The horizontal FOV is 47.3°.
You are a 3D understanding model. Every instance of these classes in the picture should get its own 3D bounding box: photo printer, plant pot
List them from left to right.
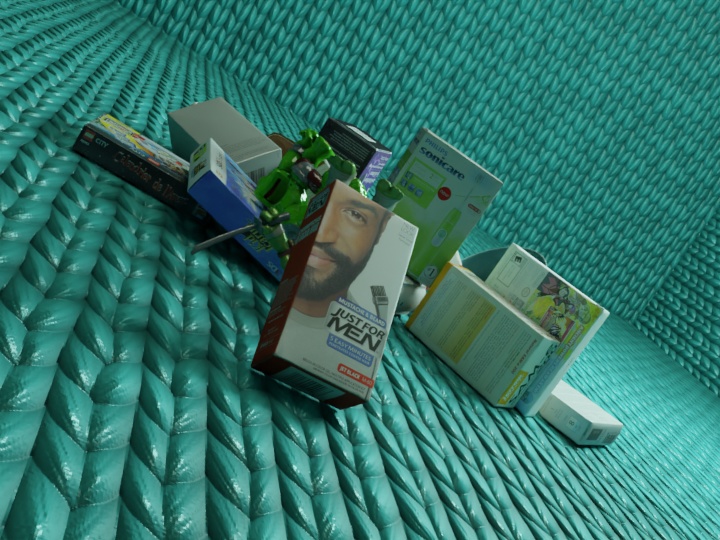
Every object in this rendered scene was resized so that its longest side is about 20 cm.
[{"bbox_3d":[0.000,0.000,1.279,0.166,0.070,0.200,38,13,23],"label":"photo printer"},{"bbox_3d":[0.242,0.067,1.451,0.200,0.199,0.136,-121,-170,-64],"label":"plant pot"}]

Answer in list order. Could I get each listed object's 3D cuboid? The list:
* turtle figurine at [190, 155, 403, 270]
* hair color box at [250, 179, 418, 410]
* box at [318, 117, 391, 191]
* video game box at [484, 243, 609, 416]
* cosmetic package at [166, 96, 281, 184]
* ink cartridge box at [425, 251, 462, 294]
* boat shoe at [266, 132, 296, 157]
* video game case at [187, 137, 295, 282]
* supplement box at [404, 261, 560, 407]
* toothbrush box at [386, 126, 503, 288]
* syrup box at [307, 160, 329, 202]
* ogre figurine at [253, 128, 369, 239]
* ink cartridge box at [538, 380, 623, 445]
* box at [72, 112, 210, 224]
[{"bbox_3d":[-0.044,-0.035,0.937,0.143,0.195,0.200,21,-12,45],"label":"turtle figurine"},{"bbox_3d":[-0.022,0.024,0.832,0.110,0.201,0.064,28,-30,-21],"label":"hair color box"},{"bbox_3d":[-0.049,-0.155,1.447,0.104,0.201,0.148,34,13,7],"label":"box"},{"bbox_3d":[0.252,0.090,1.273,0.182,0.201,0.047,42,13,33],"label":"video game box"},{"bbox_3d":[-0.220,-0.193,1.329,0.107,0.085,0.200,-23,45,-26],"label":"cosmetic package"},{"bbox_3d":[0.100,-0.013,1.456,0.159,0.051,0.200,-8,21,-10],"label":"ink cartridge box"},{"bbox_3d":[-0.091,-0.154,1.321,0.200,0.075,0.074,48,-11,22],"label":"boat shoe"},{"bbox_3d":[-0.150,-0.078,1.126,0.200,0.045,0.181,46,8,-23],"label":"video game case"},{"bbox_3d":[0.182,0.096,1.246,0.200,0.126,0.073,42,13,32],"label":"supplement box"},{"bbox_3d":[0.103,-0.099,1.286,0.145,0.201,0.086,33,11,-9],"label":"toothbrush box"},{"bbox_3d":[-0.040,-0.055,1.160,0.201,0.081,0.079,64,5,33],"label":"syrup box"},{"bbox_3d":[-0.074,-0.113,1.095,0.200,0.120,0.098,53,1,30],"label":"ogre figurine"},{"bbox_3d":[0.321,0.214,1.365,0.200,0.048,0.160,35,11,35],"label":"ink cartridge box"},{"bbox_3d":[-0.292,-0.146,1.159,0.199,0.038,0.137,31,12,-14],"label":"box"}]
